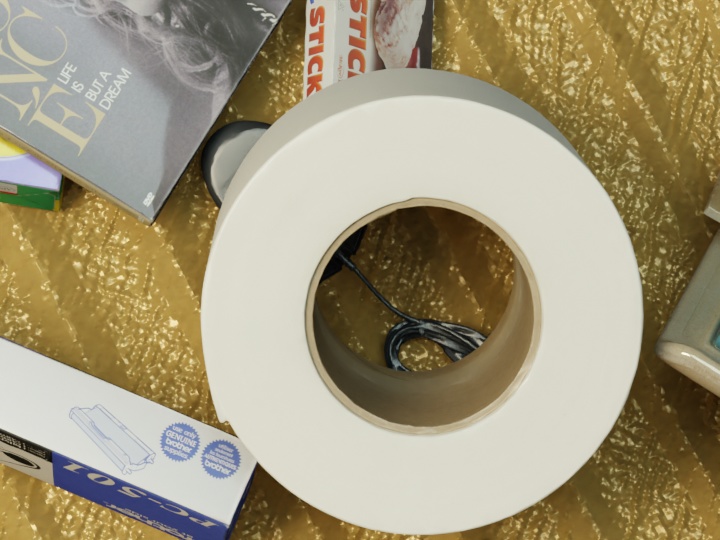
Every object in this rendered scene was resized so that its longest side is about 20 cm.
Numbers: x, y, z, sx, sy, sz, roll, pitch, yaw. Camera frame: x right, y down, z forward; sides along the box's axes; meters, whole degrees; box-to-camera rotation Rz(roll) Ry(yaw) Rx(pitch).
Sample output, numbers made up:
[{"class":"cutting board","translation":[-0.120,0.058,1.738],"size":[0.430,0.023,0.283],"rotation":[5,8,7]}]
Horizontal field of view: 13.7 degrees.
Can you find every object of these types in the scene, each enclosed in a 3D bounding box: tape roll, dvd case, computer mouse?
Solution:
[{"class":"tape roll","translation":[0.027,0.011,1.400],"size":[0.202,0.139,0.203],"rotation":[0,100,0]},{"class":"dvd case","translation":[-0.150,-0.135,1.469],"size":[0.200,0.016,0.149],"rotation":[31,74,-1]},{"class":"computer mouse","translation":[0.000,0.000,1.492],"size":[0.200,0.034,0.059],"rotation":[45,90,-1]}]

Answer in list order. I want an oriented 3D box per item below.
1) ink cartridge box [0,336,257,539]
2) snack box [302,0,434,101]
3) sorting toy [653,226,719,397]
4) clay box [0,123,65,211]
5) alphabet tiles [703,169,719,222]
[{"class":"ink cartridge box","translation":[-0.148,0.072,1.424],"size":[0.200,0.094,0.044],"rotation":[23,75,0]},{"class":"snack box","translation":[0.006,-0.155,1.512],"size":[0.072,0.024,0.200],"rotation":[15,71,-42]},{"class":"sorting toy","translation":[0.246,0.039,1.434],"size":[0.185,0.037,0.200],"rotation":[32,32,3]},{"class":"clay box","translation":[-0.190,-0.138,1.497],"size":[0.115,0.048,0.200],"rotation":[9,76,-4]},{"class":"alphabet tiles","translation":[0.266,-0.004,1.469],"size":[0.200,0.008,0.167],"rotation":[30,36,1]}]
